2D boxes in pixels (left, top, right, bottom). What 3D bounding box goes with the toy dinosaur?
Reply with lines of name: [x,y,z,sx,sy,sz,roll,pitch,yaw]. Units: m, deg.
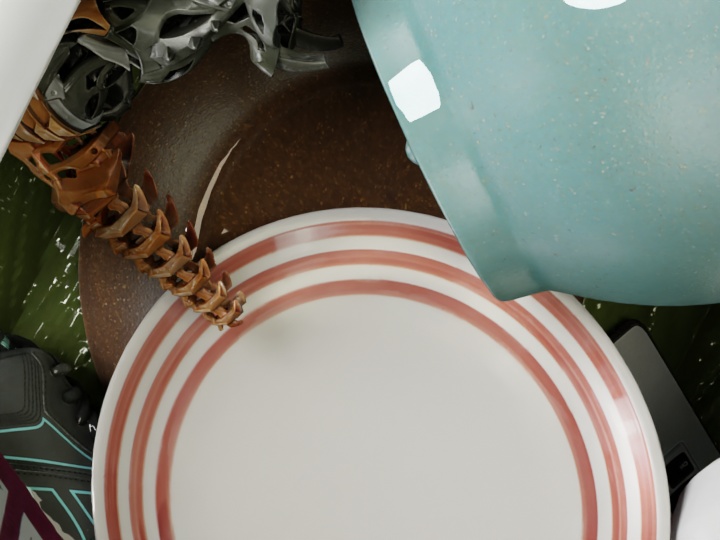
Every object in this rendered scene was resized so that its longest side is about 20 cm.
toy dinosaur: [-0.084,-0.080,0.682,0.135,0.102,0.200,-23,125,11]

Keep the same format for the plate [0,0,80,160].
plate: [-0.165,-0.123,0.625,0.199,0.032,0.201,26,86,16]

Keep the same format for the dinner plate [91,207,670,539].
dinner plate: [0.008,0.076,0.719,0.199,0.024,0.201,5,68,-14]

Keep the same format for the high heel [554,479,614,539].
high heel: [0.079,0.152,0.766,0.096,0.067,0.201,38,56,-21]

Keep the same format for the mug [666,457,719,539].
mug: [0.182,0.140,0.753,0.186,0.149,0.154,27,39,-57]

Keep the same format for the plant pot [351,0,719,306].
plant pot: [0.078,-0.070,0.694,0.134,0.200,0.201,-26,106,8]

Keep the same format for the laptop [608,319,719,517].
laptop: [0.112,0.157,0.796,0.187,0.116,0.200,-39,108,-18]

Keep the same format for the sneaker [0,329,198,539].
sneaker: [-0.105,0.066,0.713,0.199,0.075,0.080,21,83,-25]

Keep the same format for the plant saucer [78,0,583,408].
plant saucer: [0.000,0.000,0.770,0.199,0.037,0.201,-1,92,-23]

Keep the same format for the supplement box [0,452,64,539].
supplement box: [-0.194,0.119,0.606,0.199,0.131,0.103,-30,108,8]
